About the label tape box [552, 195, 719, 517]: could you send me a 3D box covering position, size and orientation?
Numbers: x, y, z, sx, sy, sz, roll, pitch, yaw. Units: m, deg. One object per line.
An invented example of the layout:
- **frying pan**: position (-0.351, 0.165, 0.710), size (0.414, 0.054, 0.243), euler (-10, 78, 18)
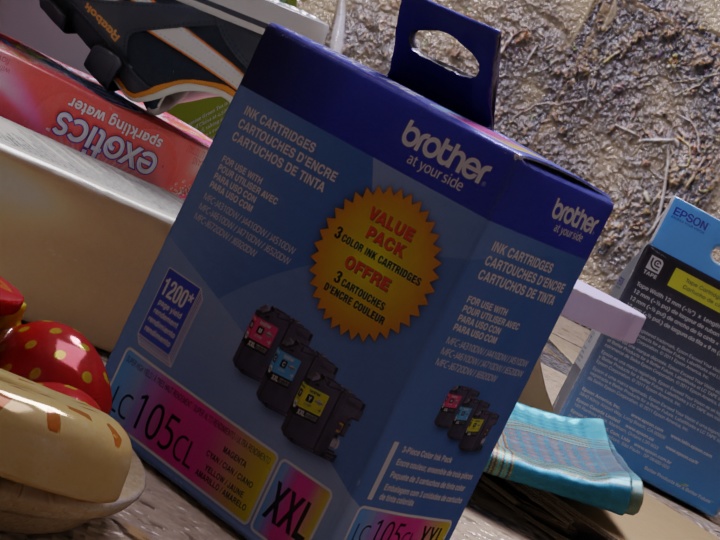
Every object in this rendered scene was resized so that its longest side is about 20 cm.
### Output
- **label tape box**: position (0.249, 0.064, 1.412), size (0.143, 0.201, 0.066), euler (27, 2, 1)

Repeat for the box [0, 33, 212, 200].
- **box**: position (-0.164, -0.054, 0.968), size (0.199, 0.103, 0.095), euler (25, 6, -37)

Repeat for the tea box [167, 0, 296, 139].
- **tea box**: position (-0.158, -0.149, 1.244), size (0.199, 0.198, 0.133), euler (29, 43, 29)

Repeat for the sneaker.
- **sneaker**: position (-0.121, -0.130, 0.953), size (0.199, 0.080, 0.078), euler (24, 9, 7)

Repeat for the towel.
- **towel**: position (0.051, 0.079, 1.011), size (0.199, 0.022, 0.147), euler (18, 9, -4)

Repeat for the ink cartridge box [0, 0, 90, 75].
- **ink cartridge box**: position (-0.265, -0.143, 1.091), size (0.199, 0.145, 0.145), euler (29, 6, 34)

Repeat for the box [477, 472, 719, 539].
- **box**: position (0.150, 0.146, 1.058), size (0.199, 0.021, 0.163), euler (23, 6, -46)

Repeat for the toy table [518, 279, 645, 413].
- **toy table**: position (0.072, 0.039, 1.192), size (0.199, 0.118, 0.184), euler (26, 5, -4)

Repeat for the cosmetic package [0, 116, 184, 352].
- **cosmetic package**: position (-0.158, -0.024, 0.853), size (0.199, 0.071, 0.105), euler (24, 6, -37)

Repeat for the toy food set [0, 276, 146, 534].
- **toy food set**: position (-0.152, 0.018, 0.570), size (0.197, 0.049, 0.200), euler (28, 5, 2)

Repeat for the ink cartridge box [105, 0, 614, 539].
- **ink cartridge box**: position (0.000, 0.000, 0.694), size (0.136, 0.201, 0.076), euler (30, 6, 36)
